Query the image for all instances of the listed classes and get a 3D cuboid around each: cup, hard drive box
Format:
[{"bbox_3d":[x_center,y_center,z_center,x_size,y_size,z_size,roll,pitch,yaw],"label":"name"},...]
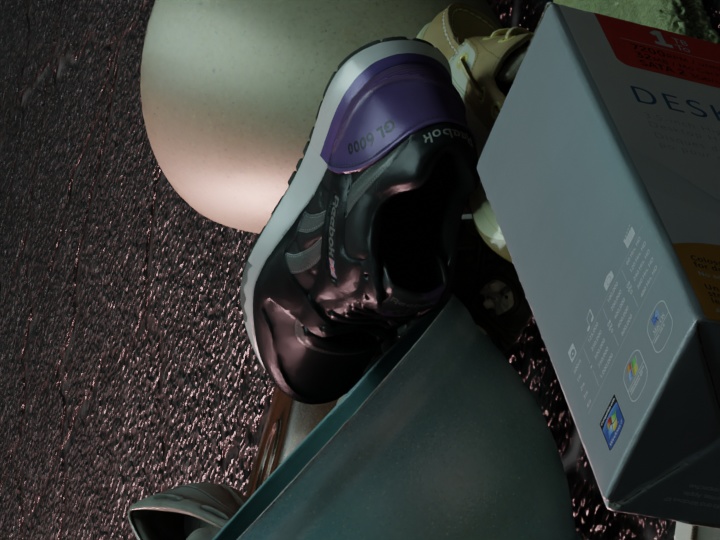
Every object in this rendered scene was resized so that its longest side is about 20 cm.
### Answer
[{"bbox_3d":[0.003,-0.100,1.292,0.143,0.200,0.201,23,103,45],"label":"cup"},{"bbox_3d":[0.141,0.002,0.828,0.200,0.155,0.077,-108,34,-54],"label":"hard drive box"}]

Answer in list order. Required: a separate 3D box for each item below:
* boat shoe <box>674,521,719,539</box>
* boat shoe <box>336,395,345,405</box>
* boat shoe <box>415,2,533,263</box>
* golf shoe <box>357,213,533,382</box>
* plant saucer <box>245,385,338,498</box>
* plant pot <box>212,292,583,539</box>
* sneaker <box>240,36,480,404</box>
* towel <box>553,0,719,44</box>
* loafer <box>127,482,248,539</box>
[{"bbox_3d":[0.152,0.088,0.898,0.060,0.072,0.203,-8,51,28],"label":"boat shoe"},{"bbox_3d":[0.037,0.139,1.247,0.063,0.072,0.201,58,-169,-45],"label":"boat shoe"},{"bbox_3d":[0.077,-0.073,1.096,0.067,0.074,0.200,-58,30,25],"label":"boat shoe"},{"bbox_3d":[0.048,0.010,1.195,0.088,0.077,0.200,-38,-3,-30],"label":"golf shoe"},{"bbox_3d":[-0.042,0.118,1.430,0.200,0.034,0.201,-164,90,-85],"label":"plant saucer"},{"bbox_3d":[0.021,0.129,1.086,0.200,0.134,0.200,-46,1,1],"label":"plant pot"},{"bbox_3d":[0.000,0.000,1.079,0.088,0.075,0.201,-114,31,-43],"label":"sneaker"},{"bbox_3d":[0.121,-0.078,1.121,0.201,0.036,0.149,-101,29,-50],"label":"towel"},{"bbox_3d":[-0.069,0.170,1.298,0.200,0.069,0.070,30,114,60],"label":"loafer"}]
